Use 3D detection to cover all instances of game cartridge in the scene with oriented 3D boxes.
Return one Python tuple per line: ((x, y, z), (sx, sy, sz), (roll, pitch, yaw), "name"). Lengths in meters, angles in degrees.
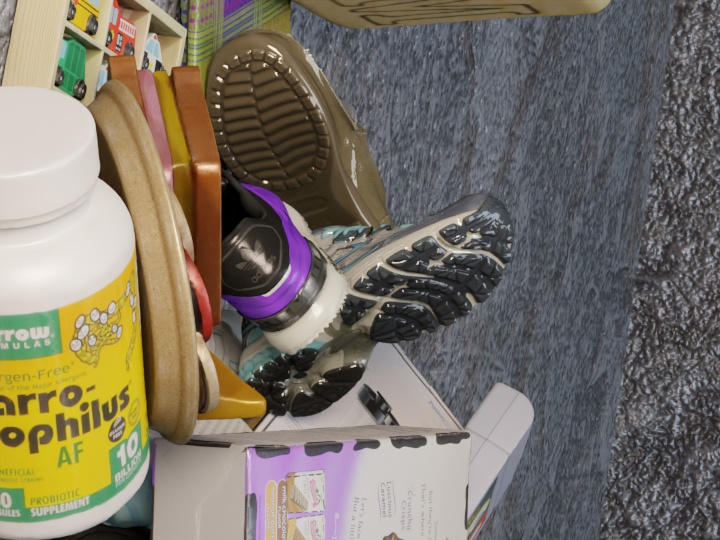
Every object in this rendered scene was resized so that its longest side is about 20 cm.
((0.042, 0.168, 1.800), (0.200, 0.041, 0.133), (-56, 167, -17), "game cartridge")

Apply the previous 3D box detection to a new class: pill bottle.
((-0.160, 0.019, 1.399), (0.113, 0.113, 0.200), (-62, 157, -53), "pill bottle")

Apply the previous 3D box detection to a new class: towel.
((-0.079, -0.135, 1.825), (0.200, 0.023, 0.144), (-47, 143, -66), "towel")

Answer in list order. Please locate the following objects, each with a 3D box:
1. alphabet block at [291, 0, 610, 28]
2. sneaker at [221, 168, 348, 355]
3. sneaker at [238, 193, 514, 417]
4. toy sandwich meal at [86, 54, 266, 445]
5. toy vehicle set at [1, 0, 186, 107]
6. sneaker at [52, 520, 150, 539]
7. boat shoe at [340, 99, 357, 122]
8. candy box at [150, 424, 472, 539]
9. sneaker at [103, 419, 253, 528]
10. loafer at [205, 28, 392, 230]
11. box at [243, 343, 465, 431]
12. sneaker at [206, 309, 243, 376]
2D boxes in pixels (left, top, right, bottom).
((0.047, -0.261, 1.842), (0.200, 0.196, 0.196), (16, 74, -75), "alphabet block")
((-0.080, -0.027, 1.696), (0.070, 0.100, 0.200), (-50, -153, -2), "sneaker")
((0.000, 0.000, 1.709), (0.078, 0.200, 0.086), (28, 39, -42), "sneaker")
((-0.092, -0.011, 1.484), (0.205, 0.070, 0.205), (169, -90, -75), "toy sandwich meal")
((-0.143, -0.092, 1.577), (0.200, 0.026, 0.124), (31, 68, -75), "toy vehicle set")
((-0.090, 0.210, 1.663), (0.075, 0.200, 0.079), (-58, -151, 6), "sneaker")
((-0.037, -0.044, 1.935), (0.200, 0.073, 0.067), (-60, 154, -57), "boat shoe")
((-0.025, 0.172, 1.612), (0.200, 0.071, 0.168), (1, 91, -52), "candy box")
((-0.111, 0.113, 1.642), (0.200, 0.082, 0.074), (40, 27, -42), "sneaker")
((-0.037, -0.075, 1.799), (0.067, 0.076, 0.200), (-85, 157, -47), "loafer")
((-0.025, 0.123, 1.797), (0.117, 0.060, 0.200), (51, 42, -11), "box")
((-0.101, 0.050, 1.745), (0.200, 0.070, 0.080), (-43, 137, -67), "sneaker")
